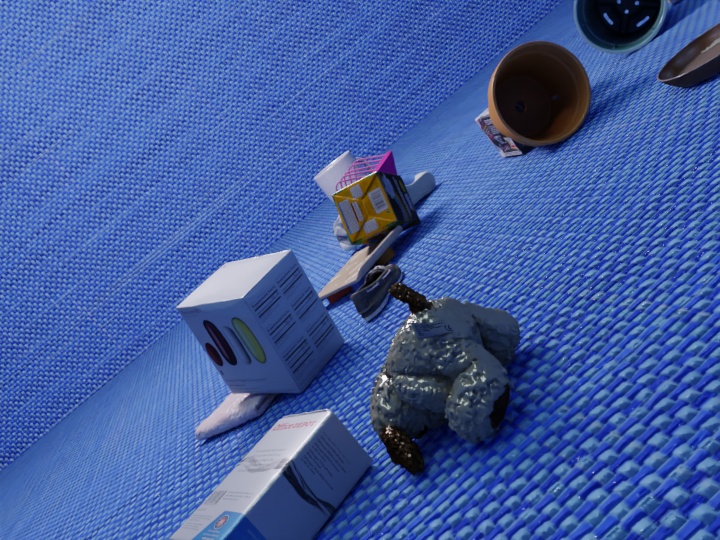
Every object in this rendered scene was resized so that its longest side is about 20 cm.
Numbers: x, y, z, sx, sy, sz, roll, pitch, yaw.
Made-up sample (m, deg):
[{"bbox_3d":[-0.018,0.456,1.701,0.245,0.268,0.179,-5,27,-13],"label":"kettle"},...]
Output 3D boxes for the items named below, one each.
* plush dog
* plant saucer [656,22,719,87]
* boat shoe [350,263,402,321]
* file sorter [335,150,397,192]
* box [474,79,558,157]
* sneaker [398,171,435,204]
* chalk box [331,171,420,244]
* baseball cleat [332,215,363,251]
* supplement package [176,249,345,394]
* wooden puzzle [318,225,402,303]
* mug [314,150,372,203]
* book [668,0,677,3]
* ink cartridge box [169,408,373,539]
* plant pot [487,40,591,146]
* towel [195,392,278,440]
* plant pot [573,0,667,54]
[{"bbox_3d":[0.067,0.117,0.890,0.172,0.160,0.200,-60,1,27],"label":"plush dog"},{"bbox_3d":[0.580,-0.359,1.343,0.200,0.035,0.200,-38,11,9],"label":"plant saucer"},{"bbox_3d":[0.030,0.024,1.550,0.067,0.057,0.200,-34,12,26],"label":"boat shoe"},{"bbox_3d":[0.023,-0.220,2.237,0.125,0.139,0.200,-8,21,18],"label":"file sorter"},{"bbox_3d":[0.370,-0.354,1.799,0.200,0.115,0.132,-40,11,-6],"label":"box"},{"bbox_3d":[0.090,-0.193,2.096,0.200,0.077,0.111,-34,18,-37],"label":"sneaker"},{"bbox_3d":[0.045,-0.137,1.863,0.124,0.125,0.200,-25,-8,21],"label":"chalk box"},{"bbox_3d":[-0.001,-0.112,2.070,0.200,0.107,0.070,-29,16,43],"label":"baseball cleat"},{"bbox_3d":[-0.175,0.096,1.457,0.191,0.200,0.147,-10,27,43],"label":"supplement package"},{"bbox_3d":[0.000,0.000,1.794,0.200,0.046,0.185,-34,11,50],"label":"wooden puzzle"},{"bbox_3d":[-0.026,-0.288,2.679,0.148,0.175,0.200,-25,17,51],"label":"mug"},{"bbox_3d":[0.824,-0.720,1.984,0.200,0.048,0.134,-33,16,20],"label":"book"},{"bbox_3d":[-0.101,0.263,0.947,0.200,0.084,0.145,-46,13,-31],"label":"ink cartridge box"},{"bbox_3d":[0.340,-0.342,1.654,0.200,0.200,0.140,-40,4,-6],"label":"plant pot"},{"bbox_3d":[-0.207,0.232,1.564,0.200,0.032,0.191,-31,14,42],"label":"towel"},{"bbox_3d":[0.608,-0.614,1.905,0.200,0.200,0.196,-33,5,30],"label":"plant pot"}]
